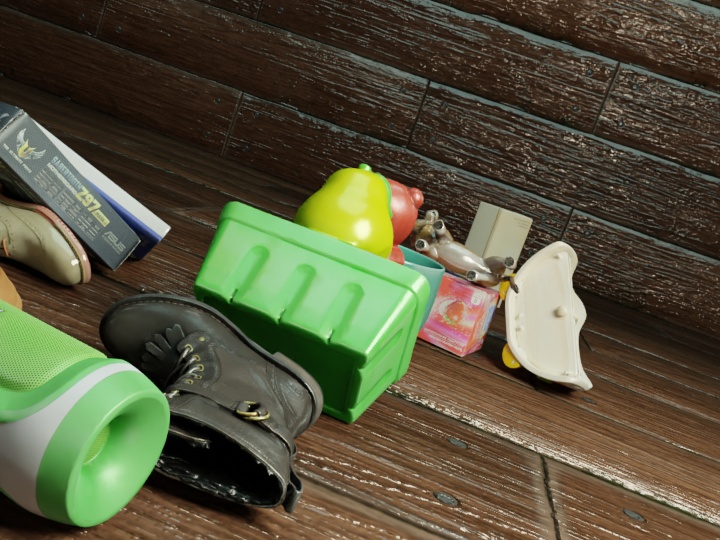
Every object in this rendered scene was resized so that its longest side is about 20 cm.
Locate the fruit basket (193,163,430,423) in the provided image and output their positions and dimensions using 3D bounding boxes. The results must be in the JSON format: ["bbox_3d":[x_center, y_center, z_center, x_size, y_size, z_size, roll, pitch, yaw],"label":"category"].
[{"bbox_3d":[-0.034,0.006,0.702,0.214,0.156,0.216,7,41,-6],"label":"fruit basket"}]

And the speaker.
[{"bbox_3d":[-0.203,0.056,0.409,0.199,0.089,0.088,23,9,19],"label":"speaker"}]

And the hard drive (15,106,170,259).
[{"bbox_3d":[-0.315,-0.092,0.879,0.200,0.025,0.132,40,-22,-14],"label":"hard drive"}]

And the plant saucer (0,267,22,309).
[{"bbox_3d":[-0.354,0.000,0.573,0.199,0.038,0.200,19,8,-3],"label":"plant saucer"}]

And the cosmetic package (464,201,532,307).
[{"bbox_3d":[0.272,-0.033,1.617,0.103,0.201,0.073,11,11,-38],"label":"cosmetic package"}]

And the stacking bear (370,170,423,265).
[{"bbox_3d":[0.000,0.000,0.802,0.121,0.201,0.114,22,8,16],"label":"stacking bear"}]

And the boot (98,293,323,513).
[{"bbox_3d":[-0.114,0.079,0.512,0.199,0.070,0.174,23,8,5],"label":"boot"}]

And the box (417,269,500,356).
[{"bbox_3d":[0.090,0.039,1.118,0.199,0.095,0.103,23,9,21],"label":"box"}]

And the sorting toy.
[{"bbox_3d":[0.289,0.091,1.107,0.106,0.201,0.180,-16,-30,35],"label":"sorting toy"}]

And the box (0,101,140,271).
[{"bbox_3d":[-0.341,-0.095,0.802,0.157,0.051,0.200,22,-24,36],"label":"box"}]

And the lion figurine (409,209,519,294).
[{"bbox_3d":[0.146,-0.017,1.093,0.200,0.073,0.122,38,1,19],"label":"lion figurine"}]

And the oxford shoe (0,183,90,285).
[{"bbox_3d":[-0.350,-0.031,0.750,0.199,0.071,0.074,26,39,20],"label":"oxford shoe"}]

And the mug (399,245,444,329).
[{"bbox_3d":[0.007,0.020,0.992,0.184,0.115,0.152,25,11,34],"label":"mug"}]
